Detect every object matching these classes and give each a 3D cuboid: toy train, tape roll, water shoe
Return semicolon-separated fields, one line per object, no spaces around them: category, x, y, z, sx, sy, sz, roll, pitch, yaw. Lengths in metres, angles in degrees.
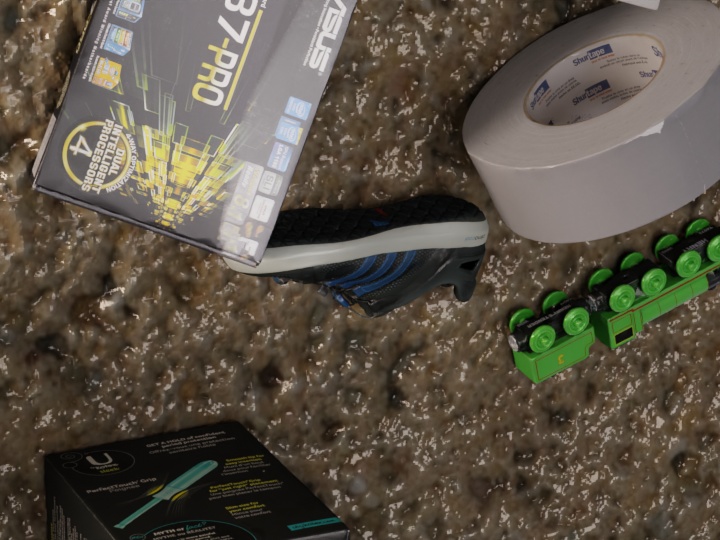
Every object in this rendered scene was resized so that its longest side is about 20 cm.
toy train;0.198;0.024;1.816;0.199;0.042;0.057;-26;126;-17
tape roll;0.172;-0.106;1.665;0.200;0.200;0.066;-36;118;-12
water shoe;0.000;0.000;1.688;0.199;0.071;0.079;-7;114;-23

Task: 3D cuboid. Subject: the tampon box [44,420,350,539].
tampon box;-0.111;0.203;1.624;0.149;0.200;0.127;-8;111;-23

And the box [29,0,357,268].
box;-0.109;-0.122;1.583;0.161;0.049;0.201;20;97;-14

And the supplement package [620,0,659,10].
supplement package;0.107;-0.262;1.626;0.199;0.121;0.120;10;102;-30
